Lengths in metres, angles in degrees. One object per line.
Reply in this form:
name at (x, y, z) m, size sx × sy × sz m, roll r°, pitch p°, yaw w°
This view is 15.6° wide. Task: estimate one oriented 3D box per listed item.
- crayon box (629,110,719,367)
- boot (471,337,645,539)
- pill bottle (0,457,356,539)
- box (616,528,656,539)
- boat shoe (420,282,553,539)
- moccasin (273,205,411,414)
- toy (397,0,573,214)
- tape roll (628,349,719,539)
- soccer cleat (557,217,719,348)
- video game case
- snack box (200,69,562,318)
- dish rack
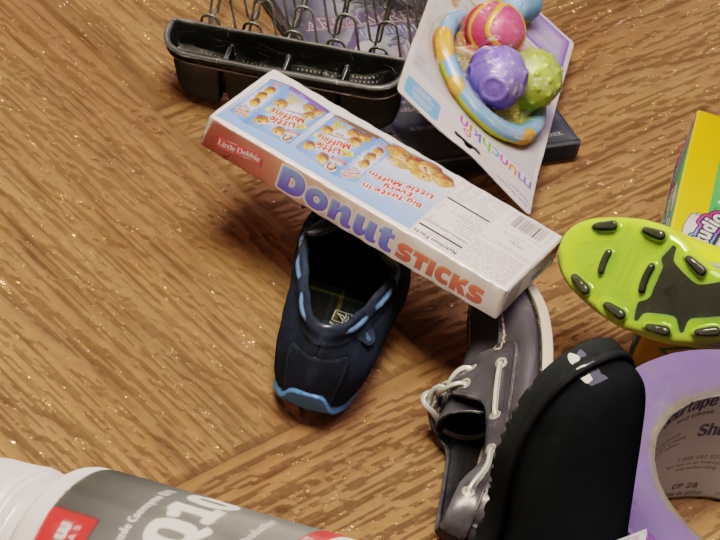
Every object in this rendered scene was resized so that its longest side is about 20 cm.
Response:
crayon box at (0.263, 0.006, 1.588) m, size 0.172 × 0.058 × 0.200 m, roll 18°, pitch 41°, yaw 3°
boot at (0.132, 0.154, 1.266) m, size 0.076 × 0.200 × 0.168 m, roll -14°, pitch 46°, yaw -40°
pill bottle at (-0.097, 0.156, 1.213) m, size 0.199 × 0.114 × 0.114 m, roll 13°, pitch 36°, yaw 26°
box at (0.051, 0.208, 1.194) m, size 0.039 × 0.200 × 0.137 m, roll 51°, pitch 31°, yaw -27°
boat shoe at (0.067, 0.073, 1.433) m, size 0.063 × 0.073 × 0.200 m, roll 11°, pitch 45°, yaw -12°
moccasin at (0.000, 0.000, 1.492) m, size 0.080 × 0.068 × 0.200 m, roll 12°, pitch 37°, yaw -4°
toy at (0.092, -0.137, 1.638) m, size 0.115 × 0.047 × 0.200 m, roll 42°, pitch 32°, yaw -17°
tape roll at (0.206, 0.140, 1.394) m, size 0.199 × 0.085 × 0.200 m, roll 10°, pitch 39°, yaw -8°
soccer cleat at (0.209, 0.018, 1.483) m, size 0.200 × 0.065 × 0.084 m, roll 14°, pitch -1°, yaw 14°
video game case at (0.035, -0.133, 1.700) m, size 0.143 × 0.019 × 0.200 m, roll -9°, pitch 47°, yaw -28°
snack box at (0.012, -0.045, 1.479) m, size 0.200 × 0.024 × 0.072 m, roll 31°, pitch 39°, yaw 15°
dish rack at (-0.026, -0.173, 1.666) m, size 0.153 × 0.055 × 0.200 m, roll 12°, pitch 48°, yaw 9°
